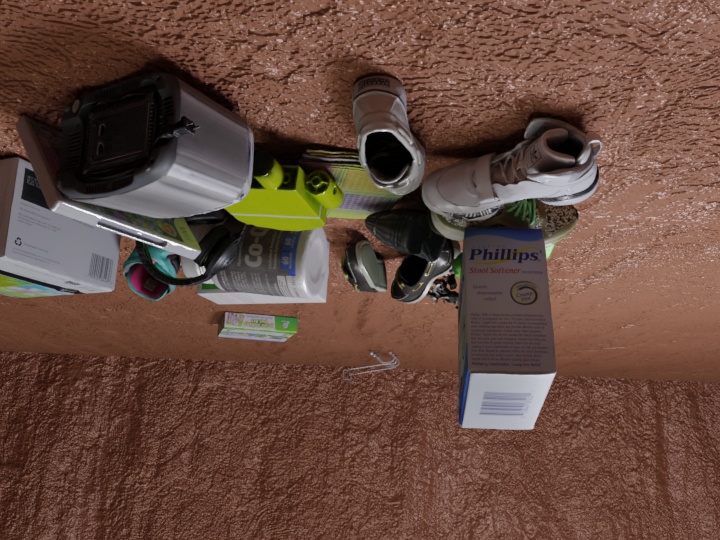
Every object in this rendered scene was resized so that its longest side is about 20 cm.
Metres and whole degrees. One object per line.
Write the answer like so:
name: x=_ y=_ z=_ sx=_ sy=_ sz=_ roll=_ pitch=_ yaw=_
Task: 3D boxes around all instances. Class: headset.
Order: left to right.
headset: x=-0.204 y=-0.055 z=0.954 sx=0.199 sy=0.124 sz=0.094 roll=-23 pitch=178 yaw=-3

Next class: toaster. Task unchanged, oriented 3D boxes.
toaster: x=-0.196 y=-0.118 z=0.695 sx=0.199 sy=0.115 sz=0.129 roll=-7 pitch=167 yaw=32

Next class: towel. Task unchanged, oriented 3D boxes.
towel: x=-0.015 y=-0.106 z=0.895 sx=0.142 sy=0.023 sz=0.200 roll=3 pitch=166 yaw=-8

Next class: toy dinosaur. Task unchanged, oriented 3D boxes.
toy dinosaur: x=0.149 y=0.020 z=1.242 sx=0.135 sy=0.103 sz=0.200 roll=20 pitch=-174 yaw=-4

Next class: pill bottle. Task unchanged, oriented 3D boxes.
pill bottle: x=-0.158 y=-0.022 z=1.042 sx=0.198 sy=0.115 sz=0.114 roll=4 pitch=167 yaw=15

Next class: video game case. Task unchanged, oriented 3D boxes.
video game case: x=-0.282 y=-0.090 z=0.795 sx=0.018 sy=0.144 sz=0.200 roll=-44 pitch=148 yaw=14

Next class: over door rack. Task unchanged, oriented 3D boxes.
over door rack: x=0.035 y=0.341 z=2.517 sx=0.198 sy=0.067 sz=0.148 roll=-21 pitch=162 yaw=6

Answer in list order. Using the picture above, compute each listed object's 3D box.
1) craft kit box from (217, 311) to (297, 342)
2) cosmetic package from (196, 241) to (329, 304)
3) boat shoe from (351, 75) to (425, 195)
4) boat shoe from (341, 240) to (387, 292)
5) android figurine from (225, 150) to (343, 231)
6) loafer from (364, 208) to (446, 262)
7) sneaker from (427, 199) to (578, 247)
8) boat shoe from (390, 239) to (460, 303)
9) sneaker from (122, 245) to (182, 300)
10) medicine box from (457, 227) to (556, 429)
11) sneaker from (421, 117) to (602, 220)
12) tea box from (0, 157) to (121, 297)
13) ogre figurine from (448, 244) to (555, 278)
craft kit box: x=-0.291 y=0.160 z=1.938 sx=0.198 sy=0.049 sz=0.197 roll=6 pitch=168 yaw=-16
cosmetic package: x=-0.157 y=-0.004 z=1.143 sx=0.198 sy=0.109 sz=0.085 roll=-3 pitch=164 yaw=15
boat shoe: x=0.032 y=-0.118 z=0.722 sx=0.071 sy=0.066 sz=0.200 roll=-2 pitch=160 yaw=6
boat shoe: x=0.000 y=0.000 z=1.184 sx=0.060 sy=0.072 sz=0.201 roll=-6 pitch=165 yaw=12
android figurine: x=-0.111 y=-0.092 z=0.843 sx=0.180 sy=0.041 sz=0.200 roll=3 pitch=167 yaw=17
loafer: x=0.074 y=-0.058 z=0.988 sx=0.072 sy=0.073 sz=0.200 roll=19 pitch=-179 yaw=23
sneaker: x=0.190 y=-0.077 z=0.892 sx=0.198 sy=0.078 sz=0.089 roll=1 pitch=158 yaw=-6
boat shoe: x=0.093 y=0.000 z=1.171 sx=0.060 sy=0.072 sz=0.201 roll=1 pitch=155 yaw=-25
sneaker: x=-0.305 y=-0.011 z=1.078 sx=0.083 sy=0.122 sz=0.200 roll=20 pitch=164 yaw=3
medicine box: x=0.180 y=0.078 z=0.894 sx=0.102 sy=0.202 sz=0.183 roll=0 pitch=147 yaw=5
sneaker: x=0.162 y=-0.111 z=0.752 sx=0.198 sy=0.076 sz=0.115 roll=-5 pitch=164 yaw=9
tea box: x=-0.473 y=-0.049 z=0.957 sx=0.195 sy=0.135 sz=0.200 roll=-3 pitch=165 yaw=22
ogre figurine: x=0.208 y=-0.029 z=1.019 sx=0.119 sy=0.099 sz=0.200 roll=-6 pitch=180 yaw=-17
